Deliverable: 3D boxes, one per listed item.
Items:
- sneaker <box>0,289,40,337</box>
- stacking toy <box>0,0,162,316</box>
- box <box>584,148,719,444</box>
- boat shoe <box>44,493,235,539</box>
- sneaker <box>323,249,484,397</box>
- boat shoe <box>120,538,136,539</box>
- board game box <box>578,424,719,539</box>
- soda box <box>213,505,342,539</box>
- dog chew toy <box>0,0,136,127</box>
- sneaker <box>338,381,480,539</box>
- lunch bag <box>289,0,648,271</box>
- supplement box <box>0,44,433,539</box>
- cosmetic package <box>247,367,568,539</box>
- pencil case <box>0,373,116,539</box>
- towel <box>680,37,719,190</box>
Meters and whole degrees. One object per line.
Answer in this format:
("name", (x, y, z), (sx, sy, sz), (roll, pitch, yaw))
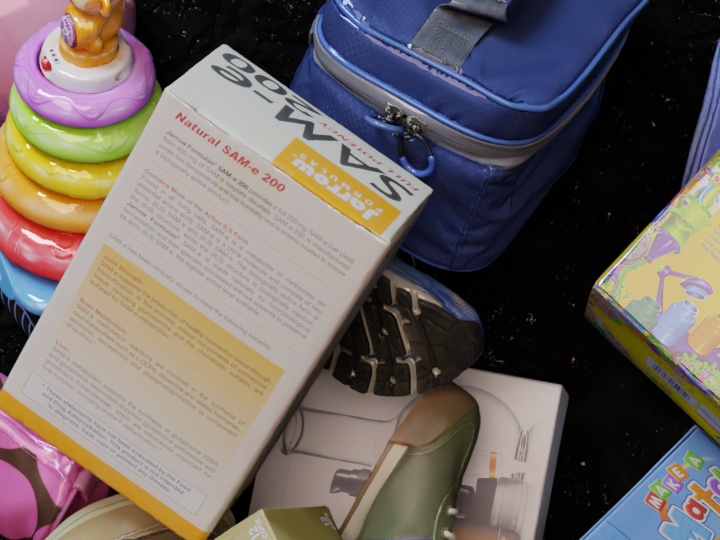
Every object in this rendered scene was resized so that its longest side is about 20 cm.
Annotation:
("sneaker", (-0.150, 0.012, 1.388), (0.070, 0.078, 0.200), (-42, 80, 0))
("stacking toy", (-0.134, -0.081, 1.298), (0.109, 0.201, 0.116), (-12, 50, -17))
("box", (0.248, 0.014, 1.296), (0.200, 0.122, 0.193), (44, 86, 8))
("boat shoe", (-0.148, 0.176, 1.326), (0.199, 0.074, 0.067), (-30, 35, 18))
("sneaker", (0.000, 0.000, 1.334), (0.089, 0.200, 0.079), (-23, 121, -30))
("boat shoe", (-0.070, 0.208, 1.189), (0.070, 0.070, 0.200), (-48, 67, 18))
("board game box", (0.199, 0.184, 1.294), (0.200, 0.151, 0.037), (43, 131, 10))
("soda box", (-0.013, 0.212, 1.233), (0.068, 0.064, 0.201), (-34, 72, 24))
("dog chew toy", (-0.220, -0.114, 1.397), (0.199, 0.125, 0.125), (-31, 80, 10))
("sneaker", (0.025, 0.160, 1.301), (0.090, 0.067, 0.201), (32, 95, 13))
("lunch bag", (0.049, -0.106, 1.306), (0.135, 0.200, 0.133), (29, 128, 8))
("supplement box", (-0.071, 0.013, 1.247), (0.126, 0.074, 0.200), (35, 119, 4))
("cosmetic package", (0.016, 0.145, 1.364), (0.150, 0.052, 0.201), (9, 84, 11))
("pencil case", (-0.214, 0.067, 1.377), (0.200, 0.094, 0.091), (36, 48, 6))
("towel", (0.272, -0.054, 1.374), (0.199, 0.024, 0.146), (16, 85, 9))
